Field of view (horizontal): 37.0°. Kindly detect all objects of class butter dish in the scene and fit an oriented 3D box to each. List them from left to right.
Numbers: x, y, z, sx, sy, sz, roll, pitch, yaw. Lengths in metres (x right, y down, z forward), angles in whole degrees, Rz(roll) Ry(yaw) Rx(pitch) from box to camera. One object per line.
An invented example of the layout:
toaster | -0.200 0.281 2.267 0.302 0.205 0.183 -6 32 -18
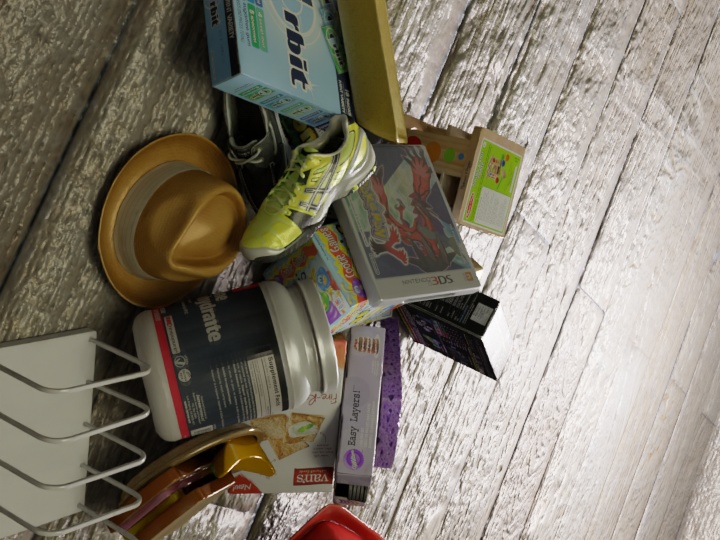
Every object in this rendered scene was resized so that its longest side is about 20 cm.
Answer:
butter dish | -0.042 0.443 1.443 0.200 0.148 0.200 -42 139 0

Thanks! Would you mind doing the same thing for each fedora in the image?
fedora | -0.183 -0.046 1.144 0.199 0.081 0.204 -24 122 -46

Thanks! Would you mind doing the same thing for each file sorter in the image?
file sorter | -0.290 0.178 1.054 0.138 0.123 0.203 -10 111 -52

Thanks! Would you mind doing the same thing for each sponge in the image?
sponge | 0.037 0.161 1.467 0.201 0.029 0.113 -89 -177 -61

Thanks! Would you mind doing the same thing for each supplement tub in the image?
supplement tub | -0.134 0.092 1.153 0.197 0.141 0.142 -14 120 -12

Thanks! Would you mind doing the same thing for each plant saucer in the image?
plant saucer | 0.013 -0.247 1.272 0.200 0.048 0.203 -48 128 -82

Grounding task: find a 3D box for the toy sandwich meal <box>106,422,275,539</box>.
toy sandwich meal | -0.182 0.242 1.194 0.203 0.071 0.206 -29 163 -10

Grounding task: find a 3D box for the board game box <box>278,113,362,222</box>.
board game box | -0.048 -0.169 1.280 0.105 0.023 0.201 -47 119 -31

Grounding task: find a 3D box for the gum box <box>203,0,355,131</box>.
gum box | -0.088 -0.257 1.162 0.199 0.044 0.173 12 66 -54

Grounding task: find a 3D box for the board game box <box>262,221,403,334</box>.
board game box | 0.000 0.000 1.300 0.199 0.105 0.104 -19 75 -46

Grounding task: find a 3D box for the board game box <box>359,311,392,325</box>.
board game box | -0.022 0.008 1.425 0.199 0.034 0.138 -12 113 -51

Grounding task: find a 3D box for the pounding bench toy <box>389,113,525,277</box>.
pounding bench toy | 0.106 -0.093 1.453 0.124 0.154 0.203 12 93 -53

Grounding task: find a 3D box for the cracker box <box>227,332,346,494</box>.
cracker box | -0.094 0.170 1.317 0.132 0.058 0.203 1 106 -15

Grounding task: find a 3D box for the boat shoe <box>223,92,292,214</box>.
boat shoe | -0.122 -0.144 1.195 0.071 0.071 0.203 -41 125 -58

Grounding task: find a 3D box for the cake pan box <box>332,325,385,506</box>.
cake pan box | -0.004 0.194 1.388 0.185 0.051 0.203 93 3 -65

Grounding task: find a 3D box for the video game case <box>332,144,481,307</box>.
video game case | 0.047 -0.059 1.284 0.181 0.023 0.202 -6 68 -44

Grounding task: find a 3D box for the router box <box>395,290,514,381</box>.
router box | 0.131 0.073 1.522 0.063 0.148 0.200 -60 158 -14

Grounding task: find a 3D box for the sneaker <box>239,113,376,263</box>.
sneaker | -0.067 -0.092 1.171 0.200 0.075 0.077 -49 137 -24

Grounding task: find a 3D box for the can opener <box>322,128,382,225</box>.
can opener | -0.036 -0.104 1.340 0.200 0.053 0.067 -49 121 -31
